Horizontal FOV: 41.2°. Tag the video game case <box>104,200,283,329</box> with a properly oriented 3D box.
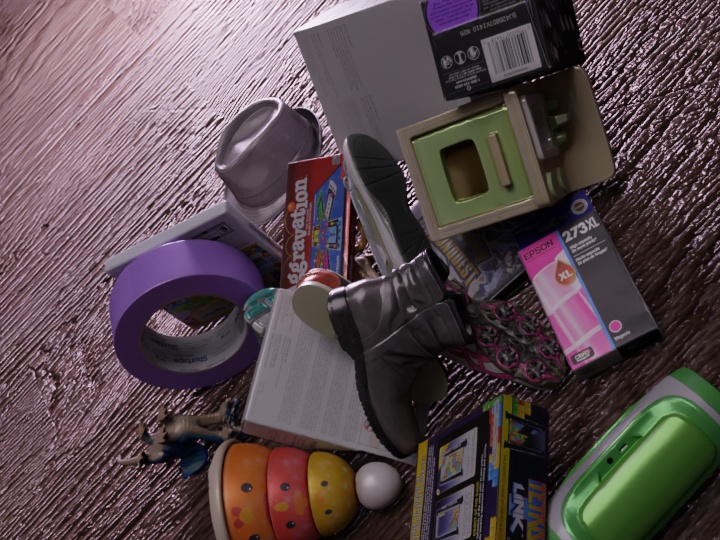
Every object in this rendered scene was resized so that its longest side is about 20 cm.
[{"bbox_3d":[-0.198,-0.001,1.248,0.198,0.182,0.023,-24,51,22],"label":"video game case"}]

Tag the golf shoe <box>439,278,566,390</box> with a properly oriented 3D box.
[{"bbox_3d":[0.131,0.071,1.025,0.199,0.093,0.073,30,66,24],"label":"golf shoe"}]

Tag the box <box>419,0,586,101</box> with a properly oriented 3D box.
[{"bbox_3d":[0.160,-0.255,1.038,0.121,0.108,0.200,-13,8,26],"label":"box"}]

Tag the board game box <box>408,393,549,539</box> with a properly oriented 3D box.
[{"bbox_3d":[0.104,0.238,0.881,0.165,0.056,0.203,134,150,-54],"label":"board game box"}]

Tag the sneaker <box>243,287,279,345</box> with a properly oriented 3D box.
[{"bbox_3d":[-0.062,0.110,1.147,0.077,0.092,0.200,-32,64,-21],"label":"sneaker"}]

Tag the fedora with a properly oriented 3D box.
[{"bbox_3d":[-0.148,-0.173,1.399,0.201,0.090,0.176,-51,43,-4],"label":"fedora"}]

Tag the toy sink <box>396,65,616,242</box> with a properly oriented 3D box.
[{"bbox_3d":[0.158,-0.126,1.038,0.198,0.112,0.132,-16,95,26],"label":"toy sink"}]

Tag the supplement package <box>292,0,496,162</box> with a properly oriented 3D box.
[{"bbox_3d":[0.059,-0.253,1.195,0.198,0.193,0.147,-10,24,32],"label":"supplement package"}]

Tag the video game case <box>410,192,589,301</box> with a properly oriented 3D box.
[{"bbox_3d":[0.151,-0.057,1.131,0.180,0.025,0.201,-41,44,6],"label":"video game case"}]

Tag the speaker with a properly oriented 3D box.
[{"bbox_3d":[0.244,0.183,0.845,0.200,0.088,0.088,-47,44,0],"label":"speaker"}]

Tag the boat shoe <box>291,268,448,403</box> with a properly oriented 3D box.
[{"bbox_3d":[0.015,0.068,1.043,0.072,0.199,0.063,-54,3,22],"label":"boat shoe"}]

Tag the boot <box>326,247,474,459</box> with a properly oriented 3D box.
[{"bbox_3d":[0.058,0.089,0.972,0.130,0.202,0.070,-19,15,15],"label":"boot"}]

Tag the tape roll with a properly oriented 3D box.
[{"bbox_3d":[-0.212,0.058,1.203,0.199,0.200,0.066,-35,45,11],"label":"tape roll"}]

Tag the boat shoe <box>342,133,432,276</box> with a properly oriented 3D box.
[{"bbox_3d":[0.023,-0.070,1.149,0.065,0.074,0.204,-40,69,44],"label":"boat shoe"}]

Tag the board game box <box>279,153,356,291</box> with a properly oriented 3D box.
[{"bbox_3d":[-0.052,-0.043,1.198,0.102,0.019,0.203,-6,75,33],"label":"board game box"}]

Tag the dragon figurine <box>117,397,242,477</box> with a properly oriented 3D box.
[{"bbox_3d":[-0.225,0.219,1.200,0.200,0.099,0.059,-42,41,33],"label":"dragon figurine"}]

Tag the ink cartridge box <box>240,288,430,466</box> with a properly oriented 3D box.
[{"bbox_3d":[-0.019,0.123,1.070,0.197,0.047,0.162,16,62,-6],"label":"ink cartridge box"}]

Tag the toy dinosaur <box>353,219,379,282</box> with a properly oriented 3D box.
[{"bbox_3d":[0.000,0.000,1.201,0.199,0.060,0.107,27,91,35],"label":"toy dinosaur"}]

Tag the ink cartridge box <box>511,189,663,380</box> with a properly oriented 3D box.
[{"bbox_3d":[0.229,0.006,1.002,0.094,0.037,0.202,-30,52,15],"label":"ink cartridge box"}]

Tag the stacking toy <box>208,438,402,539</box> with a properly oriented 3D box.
[{"bbox_3d":[-0.052,0.237,1.026,0.197,0.147,0.148,-14,51,9],"label":"stacking toy"}]
